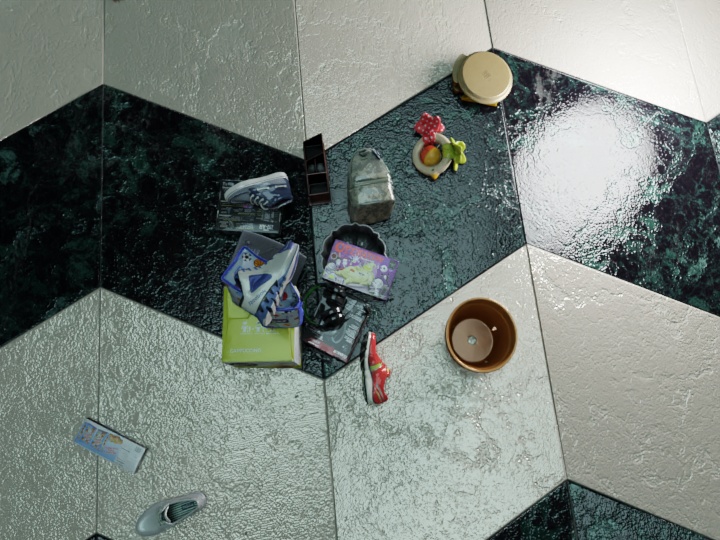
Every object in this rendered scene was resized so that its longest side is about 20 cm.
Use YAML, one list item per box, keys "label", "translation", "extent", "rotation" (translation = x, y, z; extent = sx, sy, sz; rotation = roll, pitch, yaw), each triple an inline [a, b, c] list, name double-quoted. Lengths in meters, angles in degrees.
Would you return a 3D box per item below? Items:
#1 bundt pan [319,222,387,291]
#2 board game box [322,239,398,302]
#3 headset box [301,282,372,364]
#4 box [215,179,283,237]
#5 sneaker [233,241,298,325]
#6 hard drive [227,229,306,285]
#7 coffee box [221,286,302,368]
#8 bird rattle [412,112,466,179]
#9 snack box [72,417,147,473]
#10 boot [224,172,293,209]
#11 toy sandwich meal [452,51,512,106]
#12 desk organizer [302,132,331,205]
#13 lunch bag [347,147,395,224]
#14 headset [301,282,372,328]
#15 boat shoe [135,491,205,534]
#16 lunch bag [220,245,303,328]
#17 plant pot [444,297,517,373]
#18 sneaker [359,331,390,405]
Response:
- label: "bundt pan"
  translation: [-0.020, -0.034, 1.626]
  extent: [0.196, 0.076, 0.207]
  rotation: [0, 77, 0]
- label: "board game box"
  translation: [0.000, 0.000, 1.567]
  extent: [0.196, 0.032, 0.122]
  rotation: [18, 73, 4]
- label: "headset box"
  translation: [-0.070, 0.163, 1.579]
  extent: [0.146, 0.077, 0.203]
  rotation: [24, 78, 6]
- label: "box"
  translation: [-0.335, -0.190, 1.679]
  extent: [0.194, 0.044, 0.165]
  rotation: [2, 77, 0]
- label: "sneaker"
  translation: [-0.220, 0.011, 1.239]
  extent: [0.113, 0.081, 0.203]
  rotation: [23, 67, 2]
- label: "hard drive"
  translation: [-0.267, -0.023, 1.571]
  extent: [0.196, 0.042, 0.138]
  rotation: [23, 95, -14]
- label: "coffee box"
  translation: [-0.264, 0.162, 1.516]
  extent: [0.194, 0.198, 0.205]
  rotation: [-1, 76, 0]
- label: "bird rattle"
  translation: [0.229, -0.380, 1.702]
  extent: [0.199, 0.113, 0.164]
  rotation: [41, 96, 12]
- label: "snack box"
  translation: [-0.696, 0.487, 1.526]
  extent: [0.196, 0.024, 0.073]
  rotation: [25, 79, 5]
- label: "boot"
  translation: [-0.300, -0.219, 1.625]
  extent: [0.196, 0.073, 0.092]
  rotation: [-20, 71, -6]
- label: "toy sandwich meal"
  translation: [0.390, -0.615, 1.774]
  extent: [0.200, 0.070, 0.211]
  rotation: [1, 76, -5]
- label: "desk organizer"
  translation: [-0.137, -0.314, 1.692]
  extent: [0.070, 0.077, 0.205]
  rotation: [-8, 77, -2]
- label: "lunch bag"
  translation: [0.021, -0.246, 1.614]
  extent: [0.136, 0.200, 0.172]
  rotation: [-13, 78, -4]
- label: "headset"
  translation: [-0.068, 0.101, 1.532]
  extent: [0.195, 0.094, 0.127]
  rotation: [1, 79, 17]
- label: "boat shoe"
  translation: [-0.515, 0.648, 1.467]
  extent: [0.197, 0.067, 0.075]
  rotation: [-27, 78, -6]
- label: "lunch bag"
  translation: [-0.230, 0.063, 1.351]
  extent: [0.197, 0.171, 0.125]
  rotation: [30, 71, 6]
- label: "plant pot"
  translation: [0.325, 0.190, 1.541]
  extent: [0.195, 0.140, 0.205]
  rotation: [0, 76, -1]
- label: "sneaker"
  translation: [0.044, 0.277, 1.563]
  extent: [0.083, 0.077, 0.206]
  rotation: [-2, 83, -12]
